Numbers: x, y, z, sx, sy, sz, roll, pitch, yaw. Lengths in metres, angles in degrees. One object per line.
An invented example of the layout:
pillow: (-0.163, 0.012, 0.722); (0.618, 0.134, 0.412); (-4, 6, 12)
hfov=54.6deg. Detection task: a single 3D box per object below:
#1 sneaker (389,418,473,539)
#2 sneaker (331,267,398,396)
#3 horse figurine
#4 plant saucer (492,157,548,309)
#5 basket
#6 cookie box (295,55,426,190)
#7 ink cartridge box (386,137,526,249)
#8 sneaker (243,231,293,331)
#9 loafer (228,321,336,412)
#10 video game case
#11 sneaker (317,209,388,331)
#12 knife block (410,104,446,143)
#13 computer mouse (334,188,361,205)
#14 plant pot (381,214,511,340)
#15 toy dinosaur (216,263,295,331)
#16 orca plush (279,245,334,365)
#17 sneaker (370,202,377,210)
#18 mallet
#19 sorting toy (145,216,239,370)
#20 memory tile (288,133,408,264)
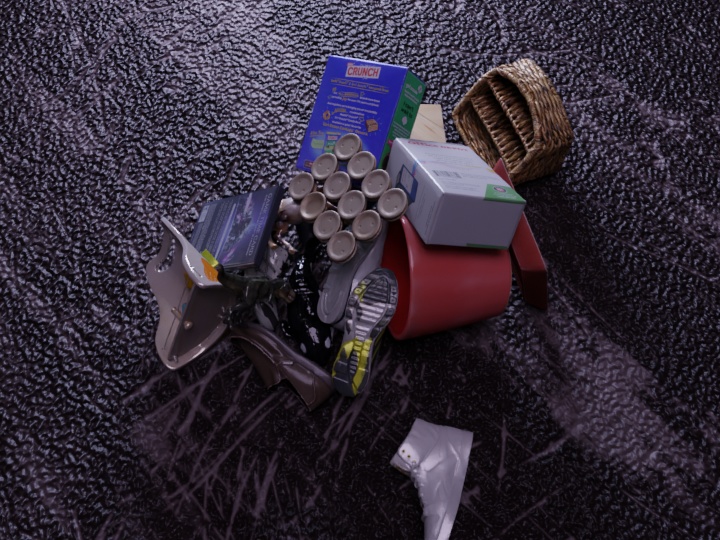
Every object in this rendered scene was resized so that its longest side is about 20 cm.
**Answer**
sneaker: (0.092, 0.320, 1.030); (0.113, 0.074, 0.203); (15, 56, 7)
sneaker: (0.004, 0.091, 1.091); (0.073, 0.085, 0.204); (21, 93, 2)
horse figurine: (-0.106, -0.085, 1.155); (0.196, 0.051, 0.133); (-21, 45, -11)
plant saucer: (0.254, -0.049, 1.142); (0.036, 0.200, 0.204); (-20, 66, 7)
basket: (0.273, -0.270, 1.266); (0.146, 0.143, 0.203); (-17, 66, -11)
cookie box: (0.000, -0.246, 1.185); (0.169, 0.075, 0.204); (19, 93, 32)
ink cartridge box: (0.137, -0.121, 1.069); (0.142, 0.089, 0.201); (3, 33, -23)
sneaker: (-0.151, 0.002, 1.163); (0.086, 0.076, 0.204); (-11, 66, -7)
loafer: (-0.132, 0.151, 1.095); (0.198, 0.073, 0.072); (31, 68, 13)
video game case: (-0.217, -0.062, 1.156); (0.197, 0.019, 0.146); (-6, 58, 39)
sneaker: (0.000, 0.000, 1.133); (0.076, 0.080, 0.203); (24, 90, 50)
knife block: (0.061, -0.239, 1.238); (0.171, 0.065, 0.203); (-1, 53, -2)
computer mouse: (0.017, -0.195, 1.273); (0.199, 0.053, 0.139); (-38, 72, -17)
plant pot: (0.135, 0.005, 1.118); (0.173, 0.201, 0.205); (-2, 64, -12)
toy dinosaur: (-0.172, 0.042, 1.045); (0.047, 0.199, 0.090); (26, 93, 26)
orca plush: (-0.079, 0.048, 1.146); (0.103, 0.071, 0.204); (5, 65, 0)
sneaker: (0.096, -0.101, 1.217); (0.197, 0.077, 0.081); (-26, 61, -14)
mallet: (-0.026, -0.112, 1.228); (0.197, 0.041, 0.066); (-30, 65, -7)
sorting toy: (-0.282, 0.017, 1.106); (0.106, 0.202, 0.181); (-19, 60, -44)
memory tile: (-0.024, -0.115, 1.093); (0.153, 0.017, 0.201); (-39, 54, 6)
